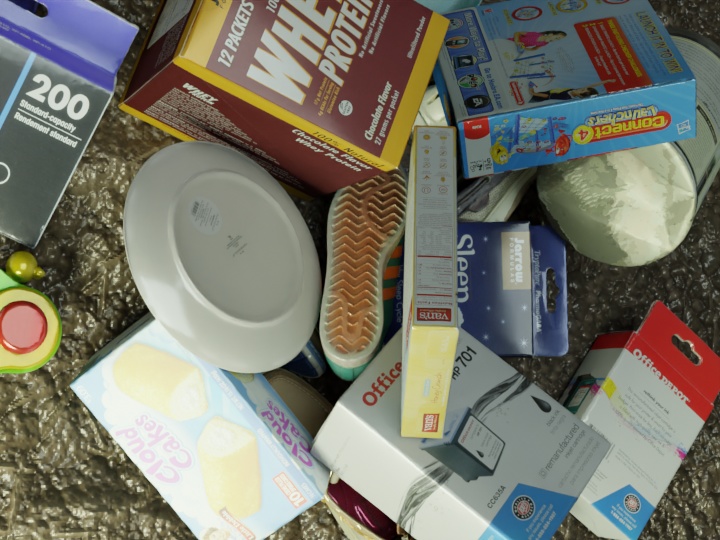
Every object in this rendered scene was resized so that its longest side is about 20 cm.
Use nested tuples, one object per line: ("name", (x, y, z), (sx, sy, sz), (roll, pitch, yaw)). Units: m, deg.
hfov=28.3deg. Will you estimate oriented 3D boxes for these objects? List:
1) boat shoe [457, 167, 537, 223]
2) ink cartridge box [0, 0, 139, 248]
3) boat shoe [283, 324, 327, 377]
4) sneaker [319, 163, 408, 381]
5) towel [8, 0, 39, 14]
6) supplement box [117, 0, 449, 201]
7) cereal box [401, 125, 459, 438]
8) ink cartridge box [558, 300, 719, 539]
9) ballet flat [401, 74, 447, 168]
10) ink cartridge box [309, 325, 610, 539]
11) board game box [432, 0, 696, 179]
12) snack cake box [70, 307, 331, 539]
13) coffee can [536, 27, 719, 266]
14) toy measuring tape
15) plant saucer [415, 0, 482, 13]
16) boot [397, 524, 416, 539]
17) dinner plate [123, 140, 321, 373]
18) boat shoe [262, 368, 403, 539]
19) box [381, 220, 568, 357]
("boat shoe", (0.131, -0.107, 1.336), (0.065, 0.072, 0.201), (37, 78, -20))
("ink cartridge box", (-0.301, -0.148, 1.127), (0.196, 0.043, 0.202), (26, 96, -21))
("boat shoe", (-0.082, 0.001, 1.233), (0.072, 0.072, 0.201), (-45, 107, -30))
("sneaker", (0.000, 0.000, 1.242), (0.070, 0.080, 0.203), (11, 65, 3))
("towel", (-0.356, -0.252, 1.155), (0.198, 0.049, 0.150), (23, 73, -22))
("supplement box", (-0.068, -0.170, 1.185), (0.195, 0.200, 0.134), (25, 76, -19))
("cereal box", (0.054, 0.008, 1.114), (0.039, 0.145, 0.202), (2, 52, 0))
("ink cartridge box", (0.255, 0.141, 1.366), (0.116, 0.067, 0.201), (41, 71, -15))
("ballet flat", (0.084, -0.160, 1.322), (0.199, 0.067, 0.068), (-37, 95, -22))
("ink cartridge box", (0.082, 0.146, 1.172), (0.199, 0.086, 0.147), (38, 50, 7))
("board game box", (0.164, -0.167, 1.214), (0.193, 0.201, 0.057), (-10, 125, 1))
("snack cake box", (-0.128, 0.128, 1.173), (0.114, 0.067, 0.201), (-36, 101, 16))
("coffee can", (0.261, -0.117, 1.309), (0.147, 0.146, 0.200), (53, 40, -10))
("toy measuring tape", (-0.282, 0.085, 1.139), (0.073, 0.073, 0.203), (15, 79, -21))
("plant saucer", (0.033, -0.310, 1.337), (0.197, 0.027, 0.204), (2, 85, -23))
("boot", (0.081, 0.177, 1.255), (0.154, 0.076, 0.203), (-6, 88, -47))
("dinner plate", (-0.103, -0.016, 1.160), (0.198, 0.024, 0.203), (22, 54, -34))
("boat shoe", (-0.020, 0.164, 1.243), (0.074, 0.069, 0.200), (-46, 103, -21))
("box", (0.088, 0.018, 1.281), (0.197, 0.032, 0.123), (-1, 84, 2))
